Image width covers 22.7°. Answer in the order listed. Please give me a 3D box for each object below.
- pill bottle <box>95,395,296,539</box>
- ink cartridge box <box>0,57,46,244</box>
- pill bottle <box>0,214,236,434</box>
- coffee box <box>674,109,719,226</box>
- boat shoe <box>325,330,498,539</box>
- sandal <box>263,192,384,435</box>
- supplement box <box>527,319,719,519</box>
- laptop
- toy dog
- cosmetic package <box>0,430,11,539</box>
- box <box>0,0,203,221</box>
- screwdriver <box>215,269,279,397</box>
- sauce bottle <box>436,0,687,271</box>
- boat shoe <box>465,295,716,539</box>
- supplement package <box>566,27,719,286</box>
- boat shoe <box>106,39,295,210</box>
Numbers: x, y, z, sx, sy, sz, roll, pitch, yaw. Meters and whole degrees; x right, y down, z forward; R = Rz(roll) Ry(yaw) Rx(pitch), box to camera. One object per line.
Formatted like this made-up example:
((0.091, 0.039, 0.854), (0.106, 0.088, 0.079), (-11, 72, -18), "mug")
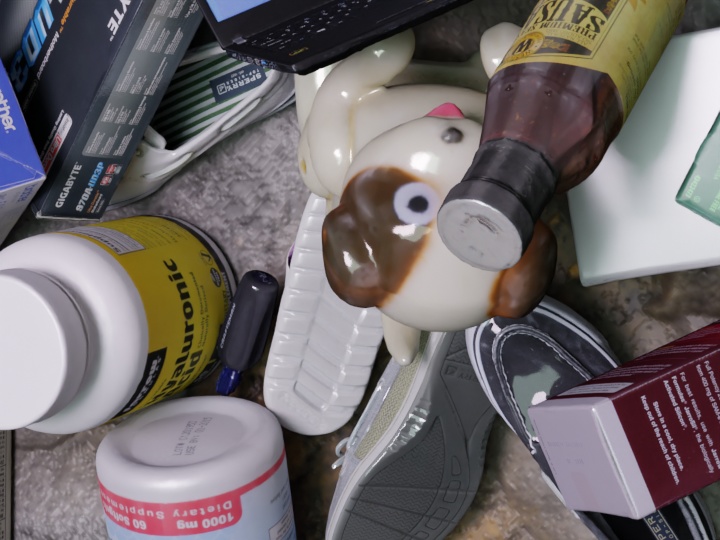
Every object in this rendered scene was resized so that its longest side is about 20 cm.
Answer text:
((-0.087, 0.184, 1.047), (0.108, 0.109, 0.202), (1, 112, 20), "pill bottle")
((-0.236, -0.065, 1.048), (0.044, 0.200, 0.095), (-19, 85, -24), "ink cartridge box")
((-0.155, 0.031, 1.017), (0.110, 0.200, 0.112), (3, 98, 20), "pill bottle")
((0.259, -0.038, 0.819), (0.199, 0.044, 0.124), (29, 106, 13), "coffee box")
((0.035, 0.086, 1.033), (0.074, 0.065, 0.203), (15, 109, -22), "boat shoe")
((-0.007, -0.003, 1.036), (0.082, 0.050, 0.204), (23, 104, -12), "sandal")
((0.194, 0.055, 0.896), (0.199, 0.109, 0.061), (-24, 90, -12), "supplement box")
((0.002, -0.180, 0.867), (0.176, 0.200, 0.104), (-25, 107, -12), "laptop")
((0.026, -0.036, 0.898), (0.138, 0.200, 0.196), (15, 102, -9), "toy dog")
((-0.280, 0.113, 1.125), (0.086, 0.103, 0.202), (4, 96, 21), "cosmetic package")
((-0.159, -0.154, 1.024), (0.159, 0.046, 0.201), (55, 127, 34), "box")
((-0.089, 0.085, 1.082), (0.029, 0.028, 0.201), (40, 123, 27), "screwdriver")
((0.093, -0.081, 0.809), (0.065, 0.201, 0.066), (17, 138, 16), "sauce bottle")
((0.127, 0.098, 0.966), (0.071, 0.068, 0.201), (-33, 101, 10), "boat shoe")
((0.208, -0.069, 0.918), (0.198, 0.117, 0.118), (-8, 95, 19), "supplement package")
((-0.122, -0.094, 1.061), (0.199, 0.067, 0.074), (-29, 86, 20), "boat shoe")
